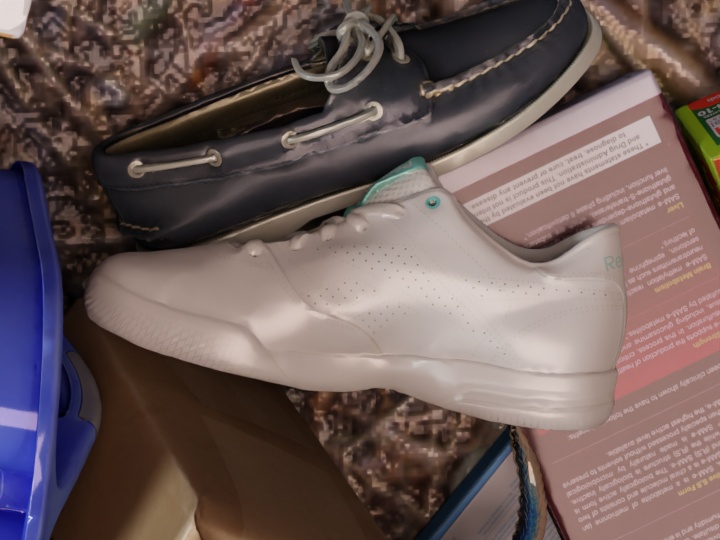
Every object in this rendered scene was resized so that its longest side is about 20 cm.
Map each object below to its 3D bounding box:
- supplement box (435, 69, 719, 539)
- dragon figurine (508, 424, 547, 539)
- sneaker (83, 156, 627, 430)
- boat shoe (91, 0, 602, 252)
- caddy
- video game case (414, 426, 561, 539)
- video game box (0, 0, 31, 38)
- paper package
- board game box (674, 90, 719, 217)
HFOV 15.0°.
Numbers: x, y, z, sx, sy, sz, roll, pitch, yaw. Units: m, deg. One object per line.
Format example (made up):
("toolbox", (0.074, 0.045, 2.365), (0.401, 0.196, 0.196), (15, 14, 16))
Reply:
("supplement box", (0.104, 0.035, 1.063), (0.108, 0.061, 0.201), (-24, 93, 0))
("dragon figurine", (0.027, 0.145, 1.053), (0.099, 0.059, 0.201), (-4, 139, -3))
("sneaker", (0.000, 0.000, 1.006), (0.199, 0.075, 0.089), (8, 97, 0))
("boat shoe", (-0.006, -0.065, 1.041), (0.199, 0.075, 0.062), (-23, 116, 9))
("caddy", (-0.144, 0.042, 0.970), (0.104, 0.200, 0.142), (5, 115, -14))
("video game case", (0.121, 0.145, 1.131), (0.200, 0.018, 0.143), (38, 96, -13))
("video game box", (-0.209, -0.131, 0.944), (0.199, 0.182, 0.047), (11, 104, -8))
("paper package", (-0.085, 0.137, 1.006), (0.103, 0.200, 0.191), (25, 101, -27))
("board game box", (0.234, -0.053, 1.070), (0.199, 0.048, 0.102), (-24, 119, 0))
